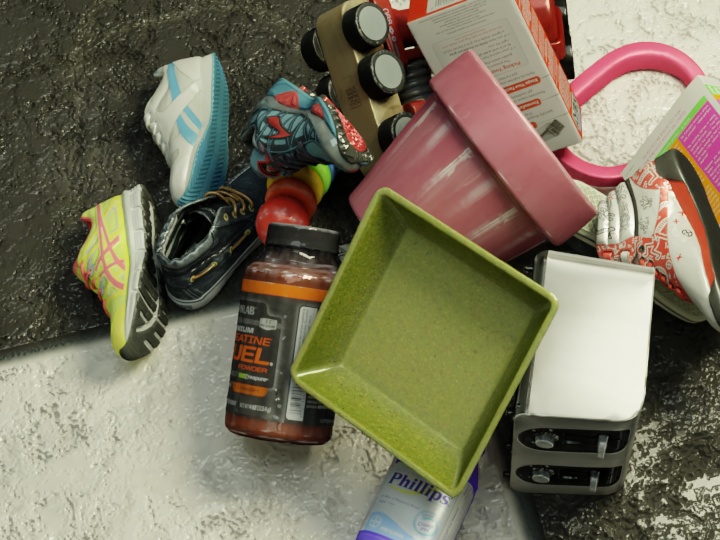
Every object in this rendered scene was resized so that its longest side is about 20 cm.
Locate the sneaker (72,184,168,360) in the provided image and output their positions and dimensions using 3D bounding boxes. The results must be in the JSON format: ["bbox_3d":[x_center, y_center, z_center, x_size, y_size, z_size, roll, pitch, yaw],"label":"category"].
[{"bbox_3d":[-0.250,0.009,1.585,0.089,0.078,0.202,-12,53,8],"label":"sneaker"}]

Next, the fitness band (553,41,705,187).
[{"bbox_3d":[0.286,-0.163,1.650,0.200,0.038,0.143,-39,60,-17],"label":"fitness band"}]

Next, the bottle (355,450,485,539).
[{"bbox_3d":[0.066,0.197,1.437,0.083,0.066,0.201,20,63,18],"label":"bottle"}]

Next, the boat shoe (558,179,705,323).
[{"bbox_3d":[0.266,-0.015,1.548,0.199,0.062,0.075,35,62,7],"label":"boat shoe"}]

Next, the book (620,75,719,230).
[{"bbox_3d":[0.343,-0.074,1.486,0.048,0.134,0.201,6,41,-32],"label":"book"}]

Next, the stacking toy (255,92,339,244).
[{"bbox_3d":[-0.064,-0.092,1.584,0.084,0.086,0.201,7,43,10],"label":"stacking toy"}]

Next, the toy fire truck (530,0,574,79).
[{"bbox_3d":[0.181,-0.316,1.628,0.127,0.201,0.177,-6,49,9],"label":"toy fire truck"}]

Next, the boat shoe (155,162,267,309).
[{"bbox_3d":[-0.136,-0.058,1.596,0.070,0.091,0.201,24,64,19],"label":"boat shoe"}]

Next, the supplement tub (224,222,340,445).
[{"bbox_3d":[-0.066,0.059,1.467,0.106,0.107,0.202,7,88,10],"label":"supplement tub"}]

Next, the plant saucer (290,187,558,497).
[{"bbox_3d":[0.060,0.060,1.363,0.199,0.048,0.201,34,107,24],"label":"plant saucer"}]

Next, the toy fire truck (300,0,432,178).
[{"bbox_3d":[0.047,-0.196,1.621,0.199,0.128,0.178,-19,91,-40],"label":"toy fire truck"}]

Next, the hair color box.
[{"bbox_3d":[0.138,-0.204,1.566,0.110,0.201,0.064,-17,36,21],"label":"hair color box"}]

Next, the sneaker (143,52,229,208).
[{"bbox_3d":[-0.189,-0.143,1.670,0.080,0.077,0.202,-8,52,11],"label":"sneaker"}]

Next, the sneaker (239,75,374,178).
[{"bbox_3d":[-0.057,-0.117,1.497,0.096,0.079,0.200,-45,27,-4],"label":"sneaker"}]

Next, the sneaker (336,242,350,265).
[{"bbox_3d":[0.000,0.000,1.566,0.198,0.076,0.088,10,53,1],"label":"sneaker"}]

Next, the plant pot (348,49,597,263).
[{"bbox_3d":[0.096,-0.075,1.458,0.179,0.200,0.201,-39,61,7],"label":"plant pot"}]

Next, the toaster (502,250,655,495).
[{"bbox_3d":[0.199,0.092,1.423,0.117,0.181,0.202,7,61,7],"label":"toaster"}]

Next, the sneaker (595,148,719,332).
[{"bbox_3d":[0.286,-0.007,1.450,0.108,0.067,0.203,-33,53,28],"label":"sneaker"}]
